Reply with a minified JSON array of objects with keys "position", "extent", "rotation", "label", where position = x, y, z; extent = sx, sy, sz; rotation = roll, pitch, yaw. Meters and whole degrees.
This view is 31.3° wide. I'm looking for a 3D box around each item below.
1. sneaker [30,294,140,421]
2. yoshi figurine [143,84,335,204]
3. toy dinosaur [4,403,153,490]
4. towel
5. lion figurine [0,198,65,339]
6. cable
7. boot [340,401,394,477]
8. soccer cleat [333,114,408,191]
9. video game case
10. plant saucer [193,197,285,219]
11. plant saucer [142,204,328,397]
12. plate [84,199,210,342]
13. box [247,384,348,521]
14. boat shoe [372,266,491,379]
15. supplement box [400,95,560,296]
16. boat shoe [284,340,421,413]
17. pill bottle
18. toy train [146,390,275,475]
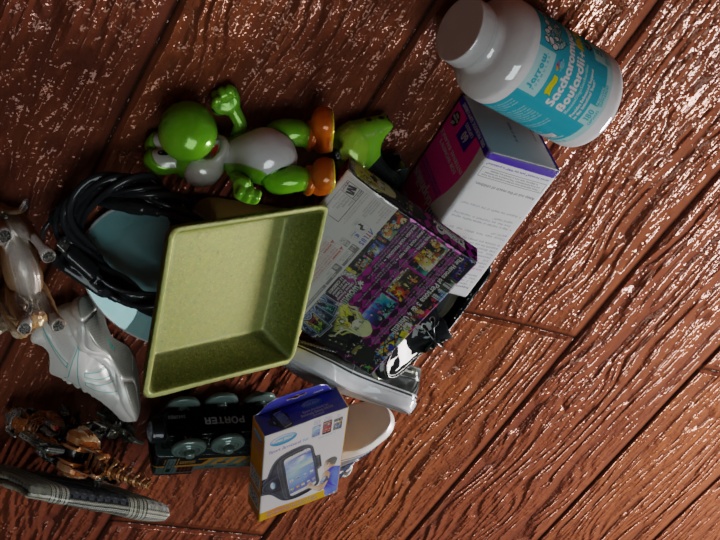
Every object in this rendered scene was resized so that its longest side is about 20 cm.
[{"position":[-0.318,0.109,1.511],"extent":[0.079,0.071,0.202],"rotation":[-15,132,9],"label":"sneaker"},{"position":[-0.124,-0.128,1.308],"extent":[0.197,0.113,0.114],"rotation":[0,115,-5],"label":"yoshi figurine"},{"position":[-0.336,0.220,1.541],"extent":[0.102,0.200,0.135],"rotation":[-49,159,11],"label":"toy dinosaur"},{"position":[-0.362,0.279,1.596],"extent":[0.191,0.199,0.035],"rotation":[16,82,-33],"label":"towel"},{"position":[-0.362,-0.007,1.357],"extent":[0.072,0.122,0.203],"rotation":[-10,122,-27],"label":"lion figurine"},{"position":[-0.230,-0.025,1.363],"extent":[0.199,0.051,0.163],"rotation":[37,119,-22],"label":"cable"},{"position":[-0.030,0.247,1.764],"extent":[0.198,0.074,0.090],"rotation":[-24,145,16],"label":"boot"},{"position":[0.017,-0.082,1.432],"extent":[0.080,0.068,0.202],"rotation":[-19,132,-10],"label":"soccer cleat"},{"position":[0.000,0.000,1.417],"extent":[0.180,0.036,0.200],"rotation":[33,119,-15],"label":"video game case"},{"position":[-0.122,0.015,1.497],"extent":[0.197,0.049,0.201],"rotation":[6,131,-27],"label":"plant saucer"},{"position":[-0.142,0.021,1.346],"extent":[0.198,0.048,0.202],"rotation":[-11,126,-40],"label":"plant saucer"},{"position":[-0.214,0.002,1.424],"extent":[0.197,0.026,0.202],"rotation":[4,126,6],"label":"plate"},{"position":[-0.080,0.228,1.624],"extent":[0.118,0.042,0.202],"rotation":[-17,141,-23],"label":"box"},{"position":[0.089,0.056,1.531],"extent":[0.200,0.066,0.075],"rotation":[-48,140,-23],"label":"boat shoe"},{"position":[0.118,-0.081,1.450],"extent":[0.102,0.102,0.201],"rotation":[11,129,-29],"label":"supplement box"},{"position":[-0.013,0.120,1.632],"extent":[0.198,0.072,0.072],"rotation":[23,163,-23],"label":"boat shoe"},{"position":[0.172,-0.211,1.330],"extent":[0.198,0.112,0.111],"rotation":[20,125,-36],"label":"pill bottle"},{"position":[-0.185,0.213,1.657],"extent":[0.197,0.086,0.114],"rotation":[-1,148,-24],"label":"toy train"}]
